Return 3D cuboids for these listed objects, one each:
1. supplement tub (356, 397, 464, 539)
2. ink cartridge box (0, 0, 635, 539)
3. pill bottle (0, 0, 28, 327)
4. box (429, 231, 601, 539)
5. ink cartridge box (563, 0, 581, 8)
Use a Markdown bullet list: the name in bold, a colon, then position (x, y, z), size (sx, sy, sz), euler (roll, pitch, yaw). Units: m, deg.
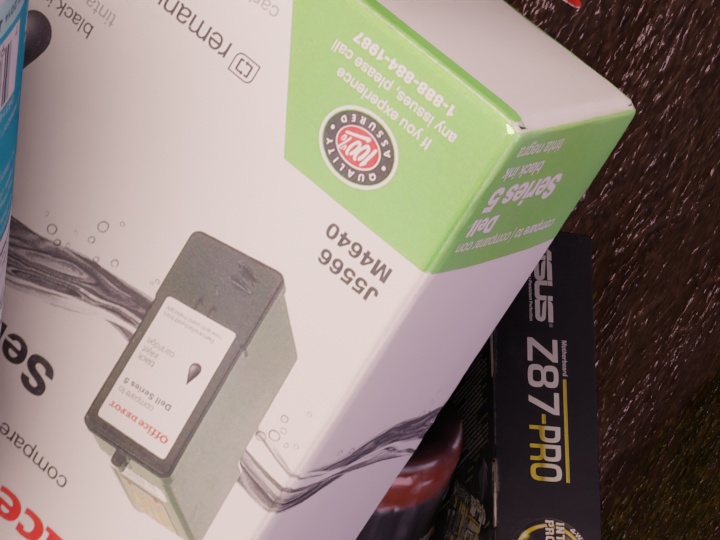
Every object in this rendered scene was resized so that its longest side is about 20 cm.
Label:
- **supplement tub**: position (-0.038, 0.125, 0.955), size (0.107, 0.107, 0.201), euler (-25, 141, -55)
- **ink cartridge box**: position (-0.044, -0.004, 0.672), size (0.200, 0.145, 0.084), euler (-58, 161, 22)
- **pill bottle**: position (-0.133, -0.017, 0.541), size (0.111, 0.111, 0.201), euler (-38, 151, -42)
- **box**: position (0.048, 0.094, 1.003), size (0.200, 0.049, 0.162), euler (119, -24, -62)
- **ink cartridge box**: position (0.015, -0.161, 0.619), size (0.050, 0.161, 0.200), euler (-26, 166, 20)
